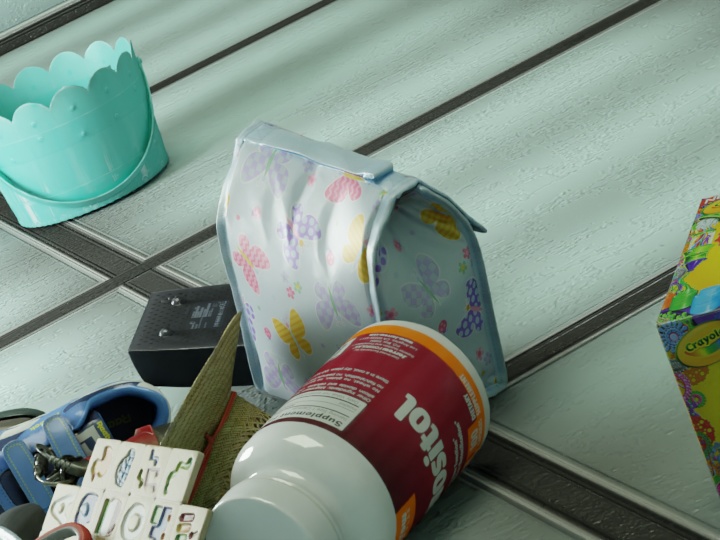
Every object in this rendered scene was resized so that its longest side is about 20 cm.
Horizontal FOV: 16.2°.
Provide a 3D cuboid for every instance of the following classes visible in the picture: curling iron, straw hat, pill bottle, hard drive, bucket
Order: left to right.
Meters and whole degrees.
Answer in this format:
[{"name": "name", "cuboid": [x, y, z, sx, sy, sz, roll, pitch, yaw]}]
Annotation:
[{"name": "bucket", "cuboid": [-0.308, -0.144, 2.677, 0.207, 0.135, 0.207, -22, 17, 7]}, {"name": "curling iron", "cuboid": [-0.159, 0.119, 1.754, 0.049, 0.026, 0.200, 16, 17, 29]}, {"name": "straw hat", "cuboid": [-0.089, 0.132, 1.683, 0.202, 0.085, 0.201, -63, -1, -1]}, {"name": "hard drive", "cuboid": [-0.069, 0.045, 1.926, 0.199, 0.042, 0.135, -5, 20, 6]}, {"name": "pill bottle", "cuboid": [-0.009, 0.124, 1.577, 0.113, 0.113, 0.200, -9, 23, 37]}]

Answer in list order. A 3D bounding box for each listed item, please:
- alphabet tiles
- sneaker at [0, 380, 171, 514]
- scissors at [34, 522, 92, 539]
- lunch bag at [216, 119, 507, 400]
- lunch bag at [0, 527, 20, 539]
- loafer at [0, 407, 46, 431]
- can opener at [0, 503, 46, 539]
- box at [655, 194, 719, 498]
[{"name": "alphabet tiles", "cuboid": [-0.158, 0.188, 1.574, 0.200, 0.006, 0.167, 1, 69, 56]}, {"name": "sneaker", "cuboid": [-0.222, 0.137, 1.846, 0.200, 0.074, 0.082, -34, 8, -27]}, {"name": "scissors", "cuboid": [-0.245, 0.233, 1.605, 0.200, 0.014, 0.073, -35, 46, 15]}, {"name": "lunch bag", "cuboid": [0.000, 0.000, 1.730, 0.169, 0.201, 0.127, 18, 43, 44]}, {"name": "lunch bag", "cuboid": [-0.198, 0.242, 1.354, 0.127, 0.170, 0.200, -24, 20, -17]}, {"name": "loafer", "cuboid": [-0.329, 0.160, 1.942, 0.199, 0.072, 0.063, -20, 24, 3]}, {"name": "can opener", "cuboid": [-0.190, 0.165, 1.754, 0.053, 0.067, 0.200, -9, 23, 37]}, {"name": "box", "cuboid": [0.298, 0.021, 1.484, 0.199, 0.122, 0.193, -16, 18, 21]}]
